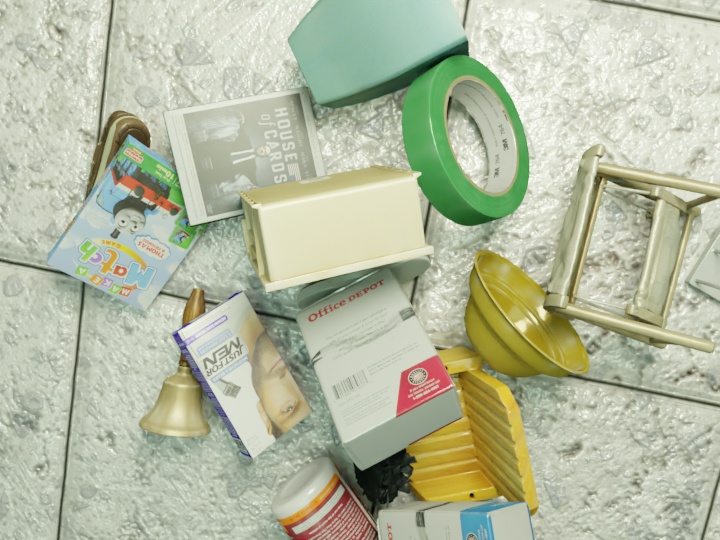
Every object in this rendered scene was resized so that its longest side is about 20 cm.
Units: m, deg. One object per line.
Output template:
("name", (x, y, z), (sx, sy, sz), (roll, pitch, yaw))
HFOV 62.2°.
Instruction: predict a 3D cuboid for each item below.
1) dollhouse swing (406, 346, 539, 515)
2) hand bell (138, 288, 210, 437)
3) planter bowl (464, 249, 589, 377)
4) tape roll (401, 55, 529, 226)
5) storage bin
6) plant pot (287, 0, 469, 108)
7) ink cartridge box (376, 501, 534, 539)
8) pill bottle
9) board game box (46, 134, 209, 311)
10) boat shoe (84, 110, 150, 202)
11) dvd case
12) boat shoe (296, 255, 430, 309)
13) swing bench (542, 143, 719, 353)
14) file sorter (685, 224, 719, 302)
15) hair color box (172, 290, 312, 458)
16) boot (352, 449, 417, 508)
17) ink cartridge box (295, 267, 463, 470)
("dollhouse swing", (0.122, 0.232, 0.803), (0.178, 0.176, 0.204), (-12, 98, 6))
("hand bell", (-0.252, 0.128, 0.872), (0.102, 0.104, 0.205), (10, 87, 2))
("planter bowl", (0.196, 0.075, 0.777), (0.200, 0.201, 0.084), (41, 115, -3))
("tape roll", (0.136, -0.159, 0.743), (0.048, 0.199, 0.204), (-16, 100, 47))
("storage bin", (-0.043, -0.063, 0.736), (0.196, 0.198, 0.096), (-13, 105, -14))
("plant pot", (0.019, -0.297, 0.756), (0.197, 0.141, 0.143), (-25, 96, 15))
("ink cartridge box", (0.120, 0.370, 0.744), (0.199, 0.083, 0.148), (-24, 69, 48))
("pill bottle", (-0.032, 0.386, 0.867), (0.112, 0.113, 0.202), (-35, 94, 8))
("board game box", (-0.309, -0.058, 0.827), (0.150, 0.037, 0.201), (33, 102, -34))
("boat shoe", (-0.351, -0.127, 0.848), (0.075, 0.074, 0.205), (40, 112, 35))
("dvd case", (-0.151, -0.156, 0.810), (0.196, 0.025, 0.154), (-14, 98, -14))
("boat shoe", (0.000, 0.000, 0.838), (0.196, 0.071, 0.065), (-21, 60, 7))
("swing bench", (0.342, -0.023, 0.757), (0.196, 0.130, 0.203), (17, 86, 3))
("file sorter", (0.553, -0.030, 0.760), (0.137, 0.125, 0.203), (28, 100, 0))
("hair color box", (-0.166, 0.145, 0.844), (0.108, 0.065, 0.202), (-33, 98, -27))
("boot", (0.013, 0.213, 0.844), (0.072, 0.199, 0.165), (-13, 130, -23))
("ink cartridge box", (0.018, 0.115, 0.747), (0.143, 0.202, 0.084), (-26, 138, -1))
